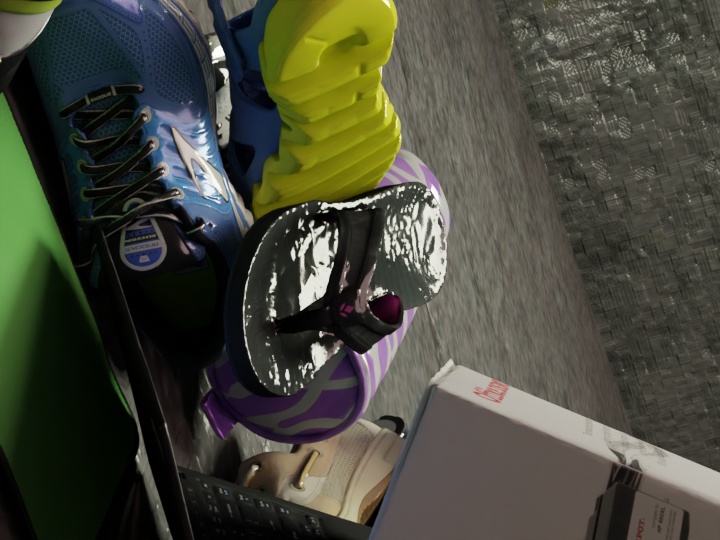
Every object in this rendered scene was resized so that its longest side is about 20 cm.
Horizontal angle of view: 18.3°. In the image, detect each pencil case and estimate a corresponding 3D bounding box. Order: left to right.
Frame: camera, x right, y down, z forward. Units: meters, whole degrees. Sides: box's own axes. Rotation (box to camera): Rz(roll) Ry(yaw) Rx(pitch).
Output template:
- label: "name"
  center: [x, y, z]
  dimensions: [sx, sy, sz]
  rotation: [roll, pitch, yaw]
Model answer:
- label: "pencil case"
  center: [-0.015, 0.007, 1.119]
  dimensions: [0.084, 0.085, 0.200]
  rotation: [65, 24, -19]

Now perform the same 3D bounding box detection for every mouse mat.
- label: "mouse mat"
  center: [-0.133, 0.011, 0.860]
  dimensions: [0.161, 0.008, 0.200]
  rotation: [-76, 149, -70]

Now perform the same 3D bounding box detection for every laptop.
- label: "laptop"
  center: [-0.025, 0.090, 0.890]
  dimensions: [0.200, 0.103, 0.177]
  rotation: [20, 19, -22]

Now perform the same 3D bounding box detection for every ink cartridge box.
- label: "ink cartridge box"
  center: [0.109, 0.115, 0.916]
  dimensions: [0.145, 0.200, 0.084]
  rotation: [-2, 114, -84]

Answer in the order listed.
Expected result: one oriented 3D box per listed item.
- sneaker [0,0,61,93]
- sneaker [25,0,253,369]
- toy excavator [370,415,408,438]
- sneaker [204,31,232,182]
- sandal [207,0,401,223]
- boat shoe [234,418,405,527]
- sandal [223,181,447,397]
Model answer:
- label: "sneaker"
  center: [-0.156, -0.131, 0.844]
  dimensions: [0.200, 0.072, 0.083]
  rotation: [-110, -141, -54]
- label: "sneaker"
  center: [-0.091, -0.042, 0.959]
  dimensions: [0.089, 0.078, 0.200]
  rotation: [-94, 164, -55]
- label: "toy excavator"
  center: [0.085, 0.141, 1.257]
  dimensions: [0.195, 0.200, 0.100]
  rotation: [-77, 149, -69]
- label: "sneaker"
  center: [-0.068, -0.061, 1.104]
  dimensions: [0.200, 0.076, 0.088]
  rotation: [19, 56, -76]
- label: "sandal"
  center: [-0.030, -0.089, 1.012]
  dimensions: [0.087, 0.079, 0.200]
  rotation: [55, -23, 24]
- label: "boat shoe"
  center: [-0.035, 0.121, 1.056]
  dimensions: [0.072, 0.065, 0.200]
  rotation: [-62, 173, 29]
- label: "sandal"
  center: [0.000, -0.001, 0.991]
  dimensions: [0.200, 0.048, 0.075]
  rotation: [-33, 113, -59]
